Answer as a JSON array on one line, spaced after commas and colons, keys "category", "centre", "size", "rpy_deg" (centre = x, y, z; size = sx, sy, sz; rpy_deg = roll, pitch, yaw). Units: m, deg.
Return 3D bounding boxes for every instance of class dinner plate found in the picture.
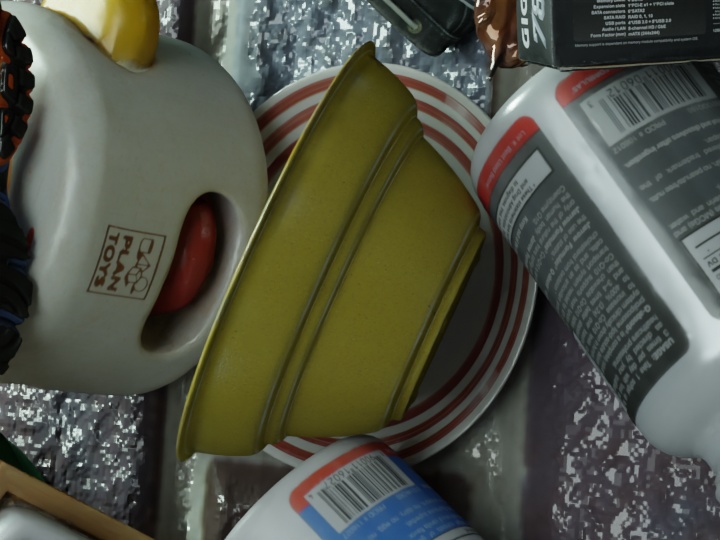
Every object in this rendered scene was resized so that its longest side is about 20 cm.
[{"category": "dinner plate", "centre": [0.000, 0.000, 0.980], "size": [0.200, 0.024, 0.200], "rpy_deg": [-4, 82, 30]}]

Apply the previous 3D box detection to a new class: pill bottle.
[{"category": "pill bottle", "centre": [0.142, 0.005, 0.842], "size": [0.116, 0.116, 0.200], "rpy_deg": [-41, 66, 20]}, {"category": "pill bottle", "centre": [0.035, 0.176, 0.884], "size": [0.200, 0.112, 0.112], "rpy_deg": [45, 107, 20]}]

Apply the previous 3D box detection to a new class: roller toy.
[{"category": "roller toy", "centre": [-0.148, -0.035, 0.985], "size": [0.200, 0.140, 0.183], "rpy_deg": [-29, 64, 37]}]

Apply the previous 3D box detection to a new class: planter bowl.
[{"category": "planter bowl", "centre": [0.000, 0.008, 0.881], "size": [0.083, 0.200, 0.200], "rpy_deg": [25, 98, 4]}]

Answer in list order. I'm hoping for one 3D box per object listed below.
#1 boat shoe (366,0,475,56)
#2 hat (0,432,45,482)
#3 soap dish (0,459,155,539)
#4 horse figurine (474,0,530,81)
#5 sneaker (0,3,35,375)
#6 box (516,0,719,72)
[{"category": "boat shoe", "centre": [-0.021, -0.173, 0.943], "size": [0.200, 0.072, 0.071], "rpy_deg": [39, 112, -5]}, {"category": "hat", "centre": [-0.192, 0.071, 0.959], "size": [0.166, 0.200, 0.176], "rpy_deg": [45, 125, 13]}, {"category": "soap dish", "centre": [-0.143, 0.181, 0.941], "size": [0.157, 0.200, 0.081], "rpy_deg": [-53, 38, 3]}, {"category": "horse figurine", "centre": [0.105, -0.187, 0.846], "size": [0.132, 0.050, 0.200], "rpy_deg": [-7, 107, -1]}, {"category": "sneaker", "centre": [-0.193, -0.022, 0.896], "size": [0.078, 0.075, 0.200], "rpy_deg": [-3, 76, 42]}, {"category": "box", "centre": [0.159, -0.184, 0.796], "size": [0.200, 0.050, 0.199], "rpy_deg": [-5, 100, -12]}]
